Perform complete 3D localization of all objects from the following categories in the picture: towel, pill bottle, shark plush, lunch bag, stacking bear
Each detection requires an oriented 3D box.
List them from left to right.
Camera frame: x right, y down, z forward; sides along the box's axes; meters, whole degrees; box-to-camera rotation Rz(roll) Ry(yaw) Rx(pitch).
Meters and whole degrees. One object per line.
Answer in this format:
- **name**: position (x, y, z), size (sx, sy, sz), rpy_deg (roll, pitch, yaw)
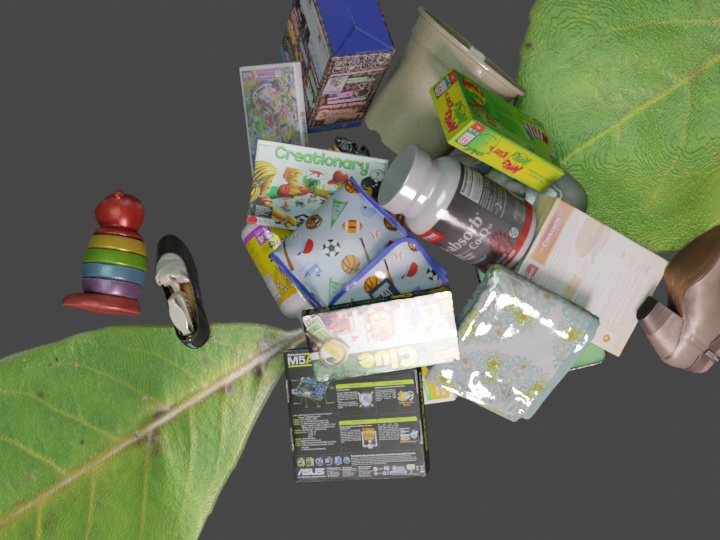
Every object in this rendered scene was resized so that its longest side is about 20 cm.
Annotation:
- **stacking bear**: position (-0.410, -0.032, 1.425), size (0.113, 0.121, 0.201), rpy_deg (3, 81, 16)
- **pill bottle**: position (-0.100, 0.002, 1.345), size (0.104, 0.104, 0.201), rpy_deg (-32, 81, 11)
- **lunch bag**: position (0.000, 0.000, 1.191), size (0.170, 0.124, 0.200), rpy_deg (-42, 78, -2)
- **shark plush**: position (0.134, -0.118, 1.237), size (0.199, 0.091, 0.084), rpy_deg (-16, 113, 6)
- **pill bottle**: position (0.131, -0.084, 1.165), size (0.199, 0.116, 0.116), rpy_deg (27, 95, -19)
- **towel**: position (0.205, 0.106, 1.173), size (0.171, 0.048, 0.201), rpy_deg (25, 114, -14)

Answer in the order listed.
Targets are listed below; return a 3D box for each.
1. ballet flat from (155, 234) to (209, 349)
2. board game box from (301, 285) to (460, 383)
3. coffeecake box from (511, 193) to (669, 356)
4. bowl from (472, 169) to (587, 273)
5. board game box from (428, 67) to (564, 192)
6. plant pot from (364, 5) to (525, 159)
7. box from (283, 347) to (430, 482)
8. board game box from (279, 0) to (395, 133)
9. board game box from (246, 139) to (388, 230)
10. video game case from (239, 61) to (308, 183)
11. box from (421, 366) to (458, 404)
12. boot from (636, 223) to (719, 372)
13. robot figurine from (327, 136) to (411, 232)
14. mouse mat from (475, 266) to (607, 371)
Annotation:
- **ballet flat**: position (-0.299, 0.032, 1.410), size (0.068, 0.068, 0.201), rpy_deg (-23, 82, 12)
- **board game box**: position (0.028, 0.086, 1.130), size (0.199, 0.023, 0.105), rpy_deg (-10, 114, 3)
- **coffeecake box**: position (0.311, 0.006, 1.215), size (0.199, 0.073, 0.154), rpy_deg (27, 93, -14)
- **bowl**: position (0.221, -0.095, 1.283), size (0.199, 0.075, 0.200), rpy_deg (37, 94, 13)
- **board game box**: position (0.189, -0.189, 1.170), size (0.048, 0.199, 0.102), rpy_deg (-40, 48, 32)
- **plant pot**: position (0.111, -0.256, 1.274), size (0.200, 0.200, 0.184), rpy_deg (43, 109, 12)
- **box**: position (-0.006, 0.202, 1.230), size (0.199, 0.047, 0.194), rpy_deg (-7, 85, 14)
- **board game box**: position (-0.041, -0.328, 1.272), size (0.096, 0.200, 0.160), rpy_deg (-10, 72, -20)
- **board game box**: position (-0.064, -0.120, 1.284), size (0.199, 0.035, 0.127), rpy_deg (8, 98, -4)
- **video game case**: position (-0.133, -0.222, 1.340), size (0.143, 0.018, 0.201), rpy_deg (10, 111, 47)
- **box**: position (0.049, 0.153, 1.297), size (0.199, 0.112, 0.102), rpy_deg (-10, 87, 15)
- **boot**: position (0.487, 0.048, 1.195), size (0.146, 0.070, 0.200), rpy_deg (33, 109, -20)
- **robot figurine**: position (-0.014, -0.111, 1.352), size (0.145, 0.058, 0.200), rpy_deg (-41, 80, 9)
- **mouse mat**: position (0.274, 0.060, 1.301), size (0.160, 0.008, 0.201), rpy_deg (-15, 83, 13)
